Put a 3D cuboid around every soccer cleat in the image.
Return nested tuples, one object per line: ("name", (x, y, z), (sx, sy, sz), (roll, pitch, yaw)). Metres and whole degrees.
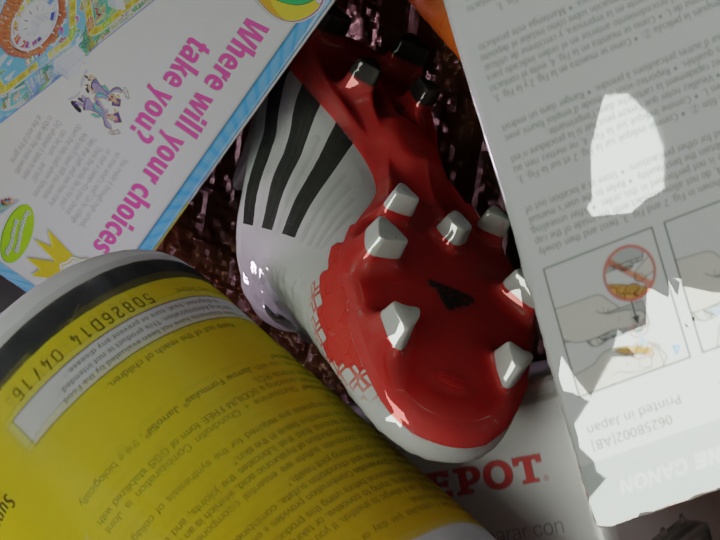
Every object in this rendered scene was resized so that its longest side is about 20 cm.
("soccer cleat", (0.000, 0.000, 0.713), (0.085, 0.068, 0.200), (-57, 30, 28))

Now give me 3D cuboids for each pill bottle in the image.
("pill bottle", (-0.026, 0.092, 0.659), (0.200, 0.112, 0.112), (40, 119, 26))

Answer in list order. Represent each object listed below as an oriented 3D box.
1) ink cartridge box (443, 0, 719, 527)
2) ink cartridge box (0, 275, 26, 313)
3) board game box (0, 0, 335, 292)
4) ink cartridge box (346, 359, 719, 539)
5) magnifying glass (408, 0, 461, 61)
("ink cartridge box", (0.112, -0.050, 0.642), (0.162, 0.057, 0.201), (-22, 79, 24))
("ink cartridge box", (-0.159, 0.101, 0.881), (0.144, 0.084, 0.201), (12, 106, 35))
("board game box", (-0.092, -0.080, 0.729), (0.134, 0.034, 0.200), (35, 133, -5))
("ink cartridge box", (0.050, 0.132, 0.731), (0.145, 0.085, 0.201), (-15, 87, 37))
("magnifying glass", (0.073, -0.030, 0.704), (0.200, 0.079, 0.022), (53, 158, 28))
